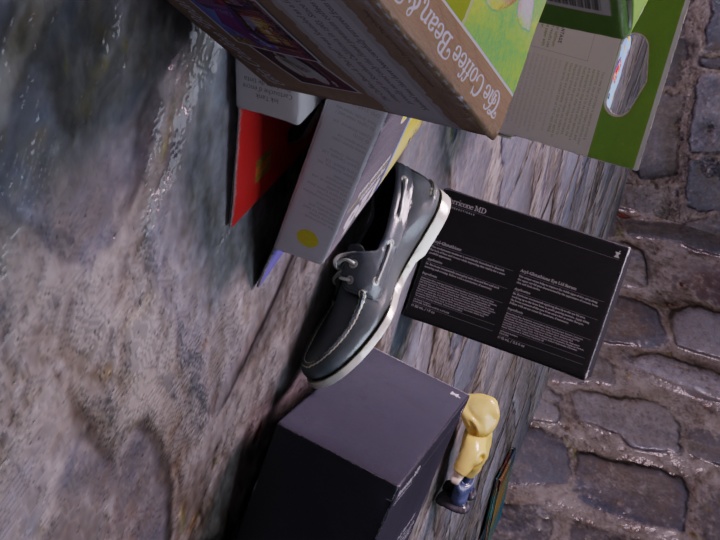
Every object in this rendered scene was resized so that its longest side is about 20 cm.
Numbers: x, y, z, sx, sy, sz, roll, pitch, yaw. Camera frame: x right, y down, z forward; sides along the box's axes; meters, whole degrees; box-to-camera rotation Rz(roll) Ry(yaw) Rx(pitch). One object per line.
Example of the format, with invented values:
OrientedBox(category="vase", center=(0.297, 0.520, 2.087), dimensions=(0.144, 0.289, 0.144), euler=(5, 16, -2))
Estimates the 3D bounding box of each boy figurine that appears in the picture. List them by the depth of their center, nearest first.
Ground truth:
OrientedBox(category="boy figurine", center=(0.165, 0.279, 1.799), dimensions=(0.124, 0.064, 0.201), euler=(-49, 152, -55))

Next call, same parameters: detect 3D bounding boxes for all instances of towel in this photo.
OrientedBox(category="towel", center=(0.315, 0.522, 2.694), dimensions=(0.147, 0.022, 0.201), euler=(-48, 150, -59))

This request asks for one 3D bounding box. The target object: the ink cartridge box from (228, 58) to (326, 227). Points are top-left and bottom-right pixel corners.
OrientedBox(category="ink cartridge box", center=(-0.014, -0.141, 0.711), dimensions=(0.200, 0.045, 0.177), euler=(-54, 156, -48))

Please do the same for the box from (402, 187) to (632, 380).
OrientedBox(category="box", center=(0.164, 0.013, 1.217), dimensions=(0.079, 0.199, 0.142), euler=(4, 105, -74))

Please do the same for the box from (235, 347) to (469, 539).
OrientedBox(category="box", center=(-0.013, 0.185, 0.948), dimensions=(0.183, 0.104, 0.200), euler=(-68, 167, 20))

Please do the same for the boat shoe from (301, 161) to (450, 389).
OrientedBox(category="boat shoe", center=(0.000, 0.000, 0.934), dimensions=(0.062, 0.073, 0.200), euler=(43, 67, -26))

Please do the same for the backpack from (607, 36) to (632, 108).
OrientedBox(category="backpack", center=(0.184, -0.239, 1.131), dimensions=(0.200, 0.134, 0.183), euler=(69, 41, -63))

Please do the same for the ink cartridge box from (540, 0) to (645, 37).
OrientedBox(category="ink cartridge box", center=(0.113, -0.237, 0.634), dimensions=(0.201, 0.147, 0.076), euler=(-59, 151, -22))

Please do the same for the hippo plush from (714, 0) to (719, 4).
OrientedBox(category="hippo plush", center=(0.234, -0.283, 0.995), dimensions=(0.200, 0.160, 0.160), euler=(-146, -141, -64))

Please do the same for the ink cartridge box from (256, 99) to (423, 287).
OrientedBox(category="ink cartridge box", center=(0.015, -0.100, 0.762), dimensions=(0.198, 0.047, 0.200), euler=(-57, 174, -40))

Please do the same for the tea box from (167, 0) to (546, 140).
OrientedBox(category="tea box", center=(0.001, -0.187, 0.475), dimensions=(0.200, 0.133, 0.198), euler=(30, 79, -62))

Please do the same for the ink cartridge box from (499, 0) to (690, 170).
OrientedBox(category="ink cartridge box", center=(0.151, -0.180, 0.945), dimensions=(0.076, 0.199, 0.149), euler=(-39, 145, -63))
